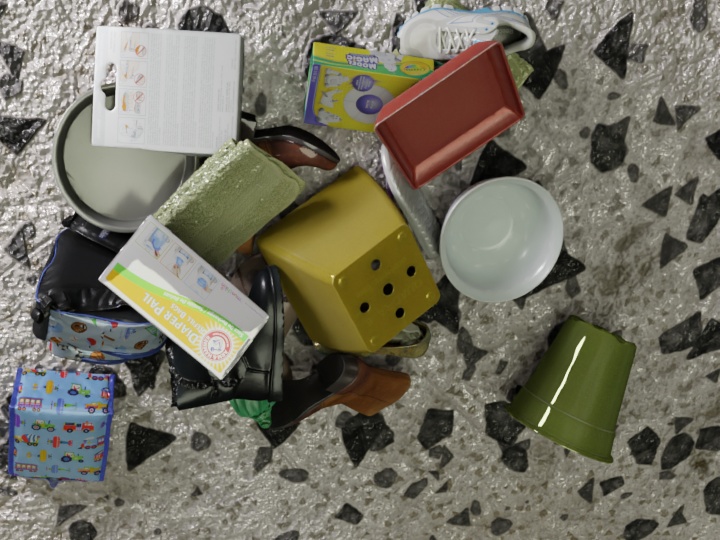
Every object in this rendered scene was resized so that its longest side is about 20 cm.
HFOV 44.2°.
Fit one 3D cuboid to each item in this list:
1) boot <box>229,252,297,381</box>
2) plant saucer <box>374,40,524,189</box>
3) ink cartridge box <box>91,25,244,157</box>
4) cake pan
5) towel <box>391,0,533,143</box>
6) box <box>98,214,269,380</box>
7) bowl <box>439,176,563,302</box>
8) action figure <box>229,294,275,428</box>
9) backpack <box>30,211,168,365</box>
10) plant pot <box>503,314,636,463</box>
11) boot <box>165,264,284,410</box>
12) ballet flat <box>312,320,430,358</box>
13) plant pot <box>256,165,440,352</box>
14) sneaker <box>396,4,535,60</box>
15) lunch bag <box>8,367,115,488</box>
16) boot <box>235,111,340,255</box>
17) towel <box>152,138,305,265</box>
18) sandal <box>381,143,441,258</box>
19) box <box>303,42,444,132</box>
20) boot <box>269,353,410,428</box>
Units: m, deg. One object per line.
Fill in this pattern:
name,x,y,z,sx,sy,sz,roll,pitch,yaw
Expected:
boot,-0.124,0.067,1.372,0.145,0.070,0.201,-39,115,4
plant saucer,0.122,-0.219,1.235,0.198,0.037,0.200,-34,152,6
ink cartridge box,-0.258,-0.240,1.203,0.195,0.047,0.164,3,92,-2
cake pan,-0.324,-0.156,1.228,0.195,0.037,0.206,-3,100,-19
towel,0.142,-0.291,1.292,0.198,0.037,0.149,33,104,-23
box,-0.226,0.034,1.142,0.199,0.112,0.102,41,82,-12
bowl,0.206,-0.060,1.373,0.196,0.091,0.206,-4,113,-10
action figure,-0.176,0.144,1.327,0.116,0.055,0.204,-18,101,7
backpack,-0.350,0.042,1.250,0.186,0.203,0.156,9,136,-7
plant pot,0.365,0.185,1.475,0.197,0.200,0.194,22,94,-19
boot,-0.191,0.096,1.250,0.164,0.076,0.205,-1,100,-14
ballet flat,0.022,0.101,1.413,0.195,0.071,0.072,5,112,-18
plant pot,0.000,0.000,1.278,0.198,0.176,0.202,-36,119,-14
sneaker,0.147,-0.321,1.212,0.195,0.087,0.077,-9,118,-6
lunch bag,-0.467,0.263,1.382,0.147,0.095,0.204,7,121,-17
boot,-0.141,-0.111,1.292,0.184,0.069,0.204,13,111,-17
towel,-0.183,-0.090,1.221,0.199,0.037,0.147,-37,142,20
sandal,0.067,-0.098,1.344,0.049,0.083,0.205,-15,118,27
box,0.023,-0.247,1.243,0.195,0.049,0.118,4,145,-9
boot,-0.039,0.203,1.424,0.188,0.069,0.199,-42,147,16
